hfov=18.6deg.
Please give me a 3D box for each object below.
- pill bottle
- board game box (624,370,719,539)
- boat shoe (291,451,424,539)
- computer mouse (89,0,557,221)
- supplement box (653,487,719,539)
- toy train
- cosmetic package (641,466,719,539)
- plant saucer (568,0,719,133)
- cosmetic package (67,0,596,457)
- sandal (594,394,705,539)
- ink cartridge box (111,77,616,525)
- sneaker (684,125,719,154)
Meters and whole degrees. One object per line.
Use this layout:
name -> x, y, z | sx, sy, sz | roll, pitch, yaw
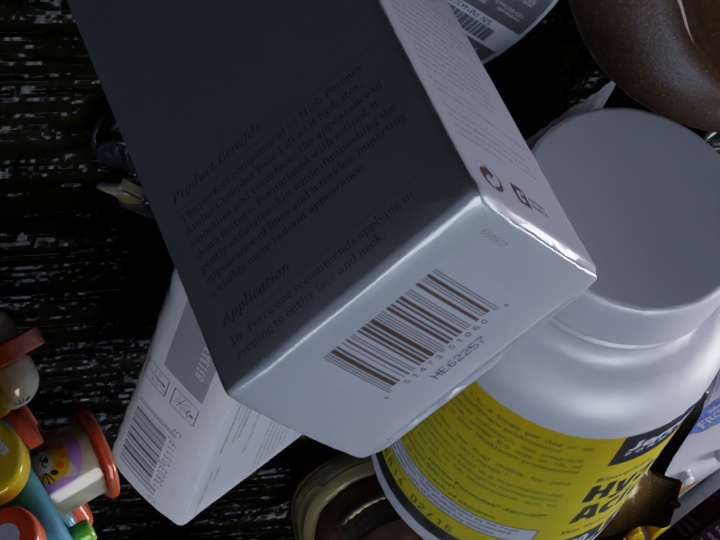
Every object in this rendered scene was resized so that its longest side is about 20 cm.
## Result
pill bottle -> 0.074, 0.027, 0.820 | 0.111, 0.112, 0.200 | -11, 154, -17
board game box -> 0.150, 0.059, 1.063 | 0.200, 0.026, 0.200 | -39, 141, 19
boat shoe -> 0.011, 0.165, 1.074 | 0.072, 0.068, 0.200 | -25, 144, -12
computer mouse -> -0.005, -0.078, 0.801 | 0.200, 0.044, 0.110 | -38, 137, 26
supplement box -> 0.195, 0.124, 1.030 | 0.200, 0.061, 0.109 | -39, 175, 2
toy train -> -0.116, 0.080, 0.835 | 0.056, 0.200, 0.150 | -31, 119, -5
cosmetic package -> 0.163, 0.201, 1.198 | 0.200, 0.081, 0.113 | -35, 142, 15
plant saucer -> 0.172, -0.129, 0.798 | 0.200, 0.037, 0.201 | -9, 125, -13
cosmetic package -> -0.017, -0.052, 0.691 | 0.102, 0.200, 0.074 | -38, 141, 19
sandal -> 0.116, 0.111, 1.040 | 0.080, 0.054, 0.200 | -5, 139, -23
ink cartridge box -> 0.000, 0.000, 0.859 | 0.200, 0.050, 0.161 | -38, 165, -31
sneaker -> 0.129, -0.031, 0.914 | 0.082, 0.077, 0.200 | 24, 112, -35
